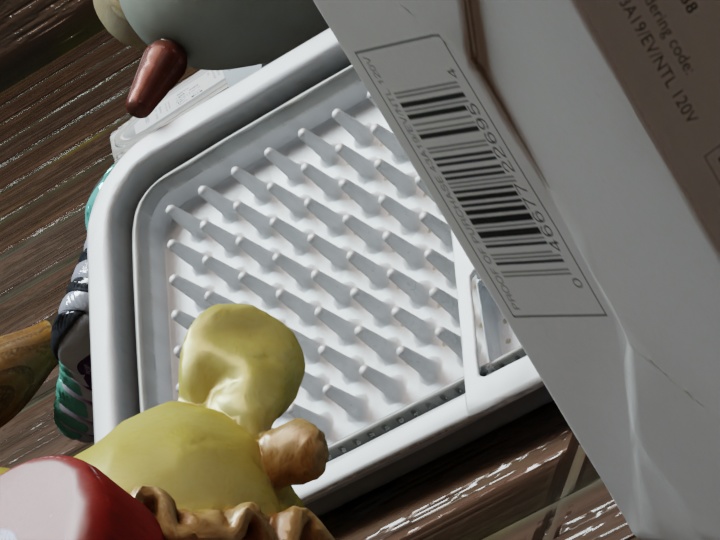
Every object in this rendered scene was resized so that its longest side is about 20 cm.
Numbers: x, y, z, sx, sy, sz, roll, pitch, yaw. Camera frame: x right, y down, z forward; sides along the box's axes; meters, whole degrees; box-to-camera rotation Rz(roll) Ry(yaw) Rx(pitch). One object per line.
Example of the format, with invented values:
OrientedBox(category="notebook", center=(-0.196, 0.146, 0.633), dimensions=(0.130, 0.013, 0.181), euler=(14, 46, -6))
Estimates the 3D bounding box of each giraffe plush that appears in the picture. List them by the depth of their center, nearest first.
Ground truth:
OrientedBox(category="giraffe plush", center=(-0.083, 0.082, 0.750), dimensions=(0.161, 0.174, 0.200), euler=(-11, 0, 0))

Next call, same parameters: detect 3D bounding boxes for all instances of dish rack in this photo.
OrientedBox(category="dish rack", center=(0.000, 0.000, 0.936), dimensions=(0.199, 0.043, 0.173), euler=(-27, 50, 26))

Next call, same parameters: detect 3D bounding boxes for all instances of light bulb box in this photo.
OrientedBox(category="light bulb box", center=(0.116, -0.070, 0.664), dimensions=(0.200, 0.199, 0.125), euler=(-36, 13, -20))

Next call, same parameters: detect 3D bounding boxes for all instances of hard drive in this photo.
OrientedBox(category="hard drive", center=(-0.064, -0.117, 1.809), dimensions=(0.199, 0.038, 0.140), euler=(-32, 11, 1))

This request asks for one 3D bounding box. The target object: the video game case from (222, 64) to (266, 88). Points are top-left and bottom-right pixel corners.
OrientedBox(category="video game case", center=(0.058, -0.133, 1.360), dimensions=(0.199, 0.046, 0.181), euler=(-17, 2, -28))

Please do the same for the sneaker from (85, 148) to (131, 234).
OrientedBox(category="sneaker", center=(-0.027, -0.038, 1.249), dimensions=(0.199, 0.078, 0.091), euler=(-17, -3, -21))

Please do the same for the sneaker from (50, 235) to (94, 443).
OrientedBox(category="sneaker", center=(-0.069, 0.038, 1.131), dimensions=(0.200, 0.087, 0.075), euler=(102, -172, -80))

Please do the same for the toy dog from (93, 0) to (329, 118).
OrientedBox(category="toy dog", center=(-0.007, -0.083, 1.025), dimensions=(0.199, 0.132, 0.097), euler=(4, 65, 14))

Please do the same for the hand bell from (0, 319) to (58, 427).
OrientedBox(category="hand bell", center=(-0.196, 0.084, 1.122), dimensions=(0.200, 0.104, 0.104), euler=(-36, 11, -11))

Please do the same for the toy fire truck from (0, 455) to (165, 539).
OrientedBox(category="toy fire truck", center=(-0.074, 0.144, 0.574), dimensions=(0.199, 0.112, 0.169), euler=(-27, 37, 33))
